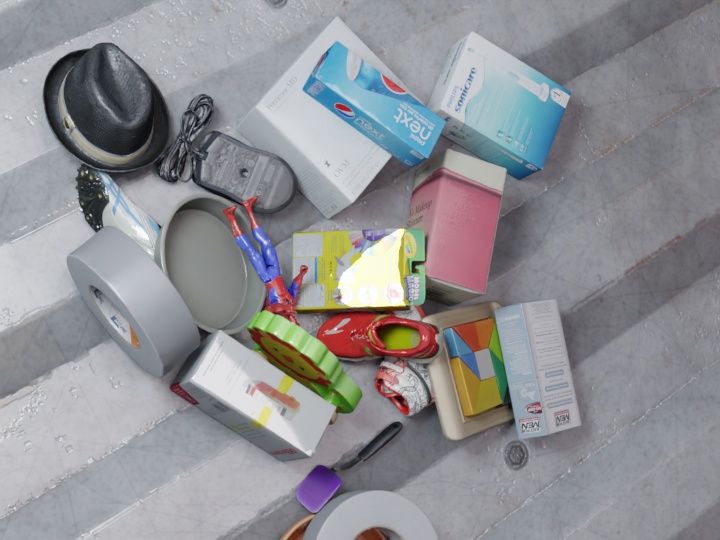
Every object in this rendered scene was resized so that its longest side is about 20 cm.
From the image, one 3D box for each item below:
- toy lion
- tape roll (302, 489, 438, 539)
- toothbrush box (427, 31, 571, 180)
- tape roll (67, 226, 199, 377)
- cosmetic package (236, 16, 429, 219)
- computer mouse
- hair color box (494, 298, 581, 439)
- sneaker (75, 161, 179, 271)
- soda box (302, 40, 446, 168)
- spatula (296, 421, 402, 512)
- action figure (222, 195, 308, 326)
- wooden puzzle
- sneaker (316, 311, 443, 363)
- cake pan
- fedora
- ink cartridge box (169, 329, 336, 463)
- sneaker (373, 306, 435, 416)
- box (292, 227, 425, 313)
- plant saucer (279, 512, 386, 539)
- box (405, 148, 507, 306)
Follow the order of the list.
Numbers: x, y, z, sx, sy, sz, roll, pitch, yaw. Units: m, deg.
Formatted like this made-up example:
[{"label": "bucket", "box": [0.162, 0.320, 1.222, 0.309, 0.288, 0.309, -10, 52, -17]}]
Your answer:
[{"label": "toy lion", "box": [-0.077, 0.130, 1.616, 0.199, 0.191, 0.069, 38, 70, -11]}, {"label": "tape roll", "box": [0.014, 0.414, 1.638, 0.197, 0.066, 0.204, 3, 81, -20]}, {"label": "toothbrush box", "box": [0.217, -0.261, 1.852, 0.198, 0.085, 0.148, 27, 73, -15]}, {"label": "tape roll", "box": [-0.301, 0.042, 1.532, 0.066, 0.200, 0.201, -39, 95, -22]}, {"label": "cosmetic package", "box": [-0.041, -0.226, 1.728, 0.200, 0.123, 0.200, 42, 69, -8]}, {"label": "computer mouse", "box": [-0.186, -0.154, 1.697, 0.198, 0.053, 0.140, 29, 85, -8]}, {"label": "hair color box", "box": [0.276, 0.151, 1.802, 0.098, 0.060, 0.204, -5, 81, -46]}, {"label": "sneaker", "box": [-0.327, -0.068, 1.628, 0.201, 0.072, 0.072, 53, 37, 0]}, {"label": "soda box", "box": [0.020, -0.235, 1.653, 0.199, 0.064, 0.069, 35, 71, -14]}, {"label": "spatula", "box": [-0.012, 0.280, 1.702, 0.199, 0.056, 0.021, -33, 135, -29]}, {"label": "action figure", "box": [-0.118, -0.006, 1.634, 0.065, 0.098, 0.203, -27, 99, -37]}, {"label": "wooden puzzle", "box": [0.178, 0.147, 1.759, 0.198, 0.037, 0.189, -10, 85, -48]}, {"label": "sneaker", "box": [0.022, 0.090, 1.677, 0.196, 0.085, 0.079, 0, 79, 22]}, {"label": "cake pan", "box": [-0.213, -0.006, 1.628, 0.199, 0.036, 0.204, 21, 62, -45]}, {"label": "fedora", "box": [-0.342, -0.240, 1.606, 0.197, 0.092, 0.204, 12, 61, -22]}, {"label": "ink cartridge box", "box": [-0.150, 0.177, 1.606, 0.199, 0.145, 0.084, 35, 69, -12]}, {"label": "sneaker", "box": [0.055, 0.116, 1.736, 0.107, 0.067, 0.204, -32, 96, -26]}, {"label": "box", "box": [0.000, 0.000, 1.695, 0.196, 0.048, 0.120, -2, 80, 14]}, {"label": "plant saucer", "box": [-0.041, 0.447, 1.663, 0.197, 0.032, 0.204, 3, 81, -21]}, {"label": "box", "box": [0.136, -0.063, 1.765, 0.107, 0.128, 0.204, 16, 75, -17]}]
